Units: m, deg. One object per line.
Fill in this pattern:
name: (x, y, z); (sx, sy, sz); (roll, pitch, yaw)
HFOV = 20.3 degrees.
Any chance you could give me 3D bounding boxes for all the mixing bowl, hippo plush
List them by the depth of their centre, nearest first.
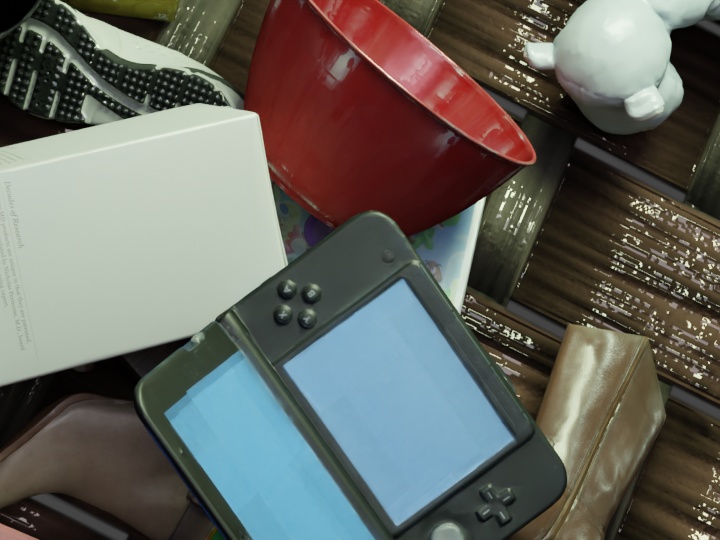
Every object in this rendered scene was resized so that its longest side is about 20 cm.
mixing bowl: (0.000, -0.092, 1.255); (0.200, 0.200, 0.109); (41, 105, 2)
hippo plush: (0.205, -0.167, 1.325); (0.158, 0.200, 0.162); (20, 79, 18)

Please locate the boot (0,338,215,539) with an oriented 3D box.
boot: (-0.135, 0.130, 1.238); (0.200, 0.070, 0.147); (-41, 97, -6)

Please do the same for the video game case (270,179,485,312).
video game case: (0.000, 0.000, 1.320); (0.142, 0.017, 0.202); (15, 72, -6)

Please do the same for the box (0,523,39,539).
box: (-0.211, 0.206, 1.144); (0.198, 0.128, 0.110); (21, 72, 10)

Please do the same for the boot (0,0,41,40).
boot: (-0.265, -0.138, 1.213); (0.200, 0.139, 0.077); (-42, 108, 10)

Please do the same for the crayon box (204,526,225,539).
crayon box: (-0.061, 0.191, 1.147); (0.058, 0.120, 0.200); (23, 28, 11)

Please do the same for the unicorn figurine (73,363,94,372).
unicorn figurine: (-0.192, -0.011, 1.267); (0.138, 0.074, 0.200); (49, 56, 5)

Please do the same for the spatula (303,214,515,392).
spatula: (0.033, 0.020, 1.254); (0.056, 0.021, 0.200); (-19, 44, -29)

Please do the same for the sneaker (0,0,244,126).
sneaker: (-0.159, -0.121, 1.305); (0.199, 0.080, 0.074); (28, 103, 12)

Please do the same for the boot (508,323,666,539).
boot: (0.107, 0.092, 1.250); (0.187, 0.064, 0.201); (48, 54, -25)

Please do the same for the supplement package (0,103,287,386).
supplement package: (-0.156, -0.017, 1.169); (0.198, 0.121, 0.121); (-14, 101, -18)

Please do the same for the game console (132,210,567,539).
game console: (0.001, 0.093, 1.091); (0.170, 0.118, 0.201); (-36, 94, -1)

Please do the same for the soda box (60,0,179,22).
soda box: (-0.213, -0.215, 1.313); (0.198, 0.068, 0.065); (5, 73, -9)
